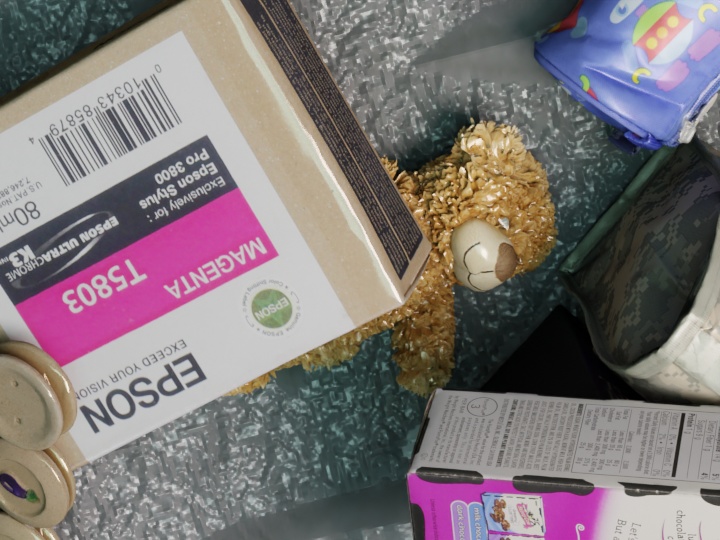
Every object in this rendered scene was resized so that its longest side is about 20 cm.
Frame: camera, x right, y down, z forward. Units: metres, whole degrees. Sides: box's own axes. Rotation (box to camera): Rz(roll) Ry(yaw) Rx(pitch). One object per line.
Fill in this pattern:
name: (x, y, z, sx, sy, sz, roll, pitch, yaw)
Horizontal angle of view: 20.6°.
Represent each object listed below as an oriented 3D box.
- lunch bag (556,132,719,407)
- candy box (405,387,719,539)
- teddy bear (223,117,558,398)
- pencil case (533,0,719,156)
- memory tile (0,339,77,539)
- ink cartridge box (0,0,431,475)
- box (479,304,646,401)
lunch bag: (0.193, 0.037, 0.916, 0.164, 0.200, 0.118, 37, 103, -13)
candy box: (0.126, 0.124, 0.839, 0.199, 0.061, 0.137, 4, 128, 15)
teddy bear: (0.000, 0.000, 0.961, 0.199, 0.067, 0.146, -2, 110, -2)
pencil case: (0.171, -0.142, 0.919, 0.087, 0.078, 0.200, 45, 102, 14)
memory tile: (-0.201, 0.095, 0.939, 0.153, 0.017, 0.201, 25, 129, 18)
ink cartridge box: (-0.094, -0.023, 0.895, 0.199, 0.075, 0.165, -27, 102, 19)
box: (0.155, 0.125, 0.973, 0.200, 0.141, 0.079, 39, 100, -15)
